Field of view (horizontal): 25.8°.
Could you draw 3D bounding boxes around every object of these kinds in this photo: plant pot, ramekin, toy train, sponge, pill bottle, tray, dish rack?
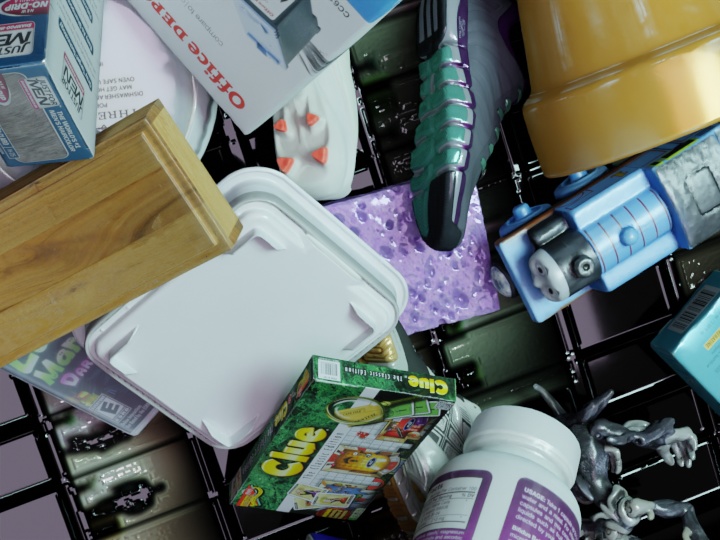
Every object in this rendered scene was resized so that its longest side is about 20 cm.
[{"bbox_3d":[0.190,-0.188,1.112,0.198,0.200,0.185,-23,95,-8],"label":"plant pot"},{"bbox_3d":[-0.193,-0.126,1.093,0.200,0.094,0.205,-1,96,-11],"label":"ramekin"},{"bbox_3d":[0.190,-0.038,1.163,0.199,0.114,0.087,-31,101,-12],"label":"toy train"},{"bbox_3d":[0.000,0.000,1.178,0.198,0.030,0.113,-15,100,-9],"label":"sponge"},{"bbox_3d":[0.090,0.198,1.088,0.112,0.112,0.201,33,54,-13],"label":"pill bottle"},{"bbox_3d":[-0.185,-0.019,1.011,0.199,0.037,0.099,-26,110,20],"label":"tray"},{"bbox_3d":[-0.081,0.039,1.074,0.200,0.044,0.171,-39,120,21],"label":"dish rack"}]

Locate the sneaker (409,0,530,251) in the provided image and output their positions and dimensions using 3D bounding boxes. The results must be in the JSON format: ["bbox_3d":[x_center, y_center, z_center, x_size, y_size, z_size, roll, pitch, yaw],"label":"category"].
[{"bbox_3d":[0.088,-0.112,1.148,0.087,0.074,0.203,5,82,-20],"label":"sneaker"}]

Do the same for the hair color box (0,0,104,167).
[{"bbox_3d":[-0.199,-0.176,0.966,0.060,0.100,0.202,-6,60,7],"label":"hair color box"}]

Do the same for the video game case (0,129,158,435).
[{"bbox_3d":[-0.175,0.012,1.084,0.181,0.023,0.200,31,119,-25],"label":"video game case"}]

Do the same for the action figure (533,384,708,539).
[{"bbox_3d":[0.201,0.171,1.194,0.119,0.102,0.201,-50,62,24],"label":"action figure"}]

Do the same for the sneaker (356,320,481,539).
[{"bbox_3d":[0.044,0.105,1.178,0.087,0.075,0.202,-34,115,-34],"label":"sneaker"}]

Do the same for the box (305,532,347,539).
[{"bbox_3d":[0.034,0.314,1.182,0.198,0.105,0.186,16,92,-13],"label":"box"}]

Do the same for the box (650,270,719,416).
[{"bbox_3d":[0.328,0.098,1.243,0.200,0.049,0.082,43,87,-12],"label":"box"}]

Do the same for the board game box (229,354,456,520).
[{"bbox_3d":[-0.017,0.123,1.114,0.104,0.200,0.024,12,55,-16],"label":"board game box"}]

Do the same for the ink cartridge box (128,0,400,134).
[{"bbox_3d":[-0.050,-0.200,0.992,0.147,0.200,0.086,48,48,-6],"label":"ink cartridge box"}]

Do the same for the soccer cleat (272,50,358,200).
[{"bbox_3d":[-0.036,-0.148,1.141,0.069,0.077,0.203,-6,79,18],"label":"soccer cleat"}]
